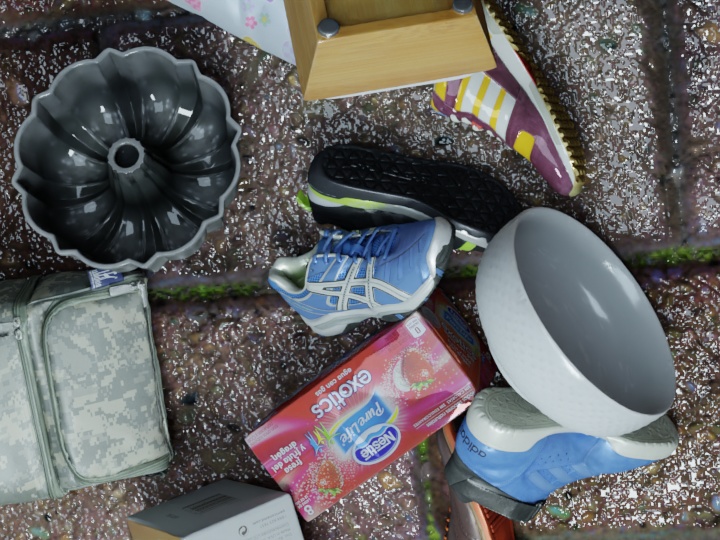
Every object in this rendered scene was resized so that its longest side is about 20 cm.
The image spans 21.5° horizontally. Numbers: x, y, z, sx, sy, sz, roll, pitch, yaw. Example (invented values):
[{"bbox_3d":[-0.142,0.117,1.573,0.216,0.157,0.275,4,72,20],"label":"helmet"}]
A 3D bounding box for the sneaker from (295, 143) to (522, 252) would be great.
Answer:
[{"bbox_3d":[0.044,-0.050,1.631,0.199,0.072,0.083,18,139,6],"label":"sneaker"}]

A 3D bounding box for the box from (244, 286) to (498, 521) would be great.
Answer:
[{"bbox_3d":[0.011,0.114,1.641,0.200,0.100,0.096,-37,92,18],"label":"box"}]

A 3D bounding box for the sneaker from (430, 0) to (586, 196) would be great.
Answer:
[{"bbox_3d":[0.111,-0.138,1.582,0.090,0.075,0.200,-31,83,16],"label":"sneaker"}]

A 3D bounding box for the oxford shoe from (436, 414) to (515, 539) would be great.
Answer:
[{"bbox_3d":[0.095,0.224,1.661,0.072,0.071,0.201,-17,91,29],"label":"oxford shoe"}]

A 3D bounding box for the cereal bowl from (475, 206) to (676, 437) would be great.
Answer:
[{"bbox_3d":[0.163,0.051,1.544,0.083,0.200,0.200,-36,91,30],"label":"cereal bowl"}]

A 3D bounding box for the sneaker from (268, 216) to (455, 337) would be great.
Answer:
[{"bbox_3d":[0.000,0.000,1.590,0.077,0.076,0.200,35,140,-26],"label":"sneaker"}]

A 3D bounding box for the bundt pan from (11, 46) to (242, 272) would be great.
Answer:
[{"bbox_3d":[-0.194,-0.087,1.639,0.201,0.076,0.203,-2,74,6],"label":"bundt pan"}]

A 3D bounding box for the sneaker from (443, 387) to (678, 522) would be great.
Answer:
[{"bbox_3d":[0.165,0.158,1.604,0.199,0.077,0.111,3,131,-27],"label":"sneaker"}]

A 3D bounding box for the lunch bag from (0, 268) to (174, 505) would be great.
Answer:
[{"bbox_3d":[-0.259,0.097,1.695,0.167,0.139,0.201,-9,100,-1],"label":"lunch bag"}]

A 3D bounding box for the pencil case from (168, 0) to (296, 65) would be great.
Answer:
[{"bbox_3d":[-0.079,-0.235,1.603,0.199,0.083,0.091,27,110,8],"label":"pencil case"}]

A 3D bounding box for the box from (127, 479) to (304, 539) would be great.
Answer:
[{"bbox_3d":[-0.108,0.299,1.668,0.106,0.152,0.201,-19,97,-25],"label":"box"}]

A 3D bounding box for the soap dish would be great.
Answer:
[{"bbox_3d":[0.014,-0.241,1.519,0.157,0.081,0.201,-9,64,-4],"label":"soap dish"}]
